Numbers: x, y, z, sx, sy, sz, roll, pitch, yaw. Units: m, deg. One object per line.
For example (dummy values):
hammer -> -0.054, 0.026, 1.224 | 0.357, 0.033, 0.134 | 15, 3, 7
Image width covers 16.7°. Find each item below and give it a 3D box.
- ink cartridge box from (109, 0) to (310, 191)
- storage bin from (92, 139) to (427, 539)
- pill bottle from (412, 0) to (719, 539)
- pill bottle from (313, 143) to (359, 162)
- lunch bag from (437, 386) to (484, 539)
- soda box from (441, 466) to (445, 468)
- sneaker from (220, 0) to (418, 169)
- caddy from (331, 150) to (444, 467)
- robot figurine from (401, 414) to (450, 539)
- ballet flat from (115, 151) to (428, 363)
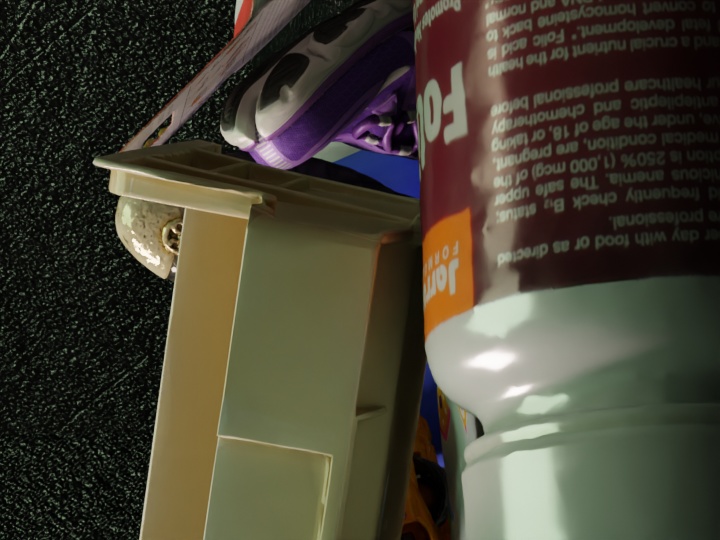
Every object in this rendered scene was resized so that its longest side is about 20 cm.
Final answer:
ink cartridge box -> -0.034, -0.119, 0.898 | 0.050, 0.200, 0.161 | 47, 174, -2
storage bin -> -0.035, 0.070, 0.735 | 0.199, 0.093, 0.202 | -37, -44, -83
pill bottle -> 0.071, -0.022, 0.632 | 0.114, 0.113, 0.202 | 111, 158, -74
pill bottle -> 0.003, -0.002, 1.336 | 0.109, 0.108, 0.202 | 145, 124, -83
lunch bag -> 0.073, 0.042, 0.804 | 0.201, 0.076, 0.161 | 96, 170, -48
soda box -> 0.018, 0.183, 0.998 | 0.063, 0.069, 0.202 | 58, -150, -79
sneaker -> 0.027, -0.068, 0.955 | 0.080, 0.199, 0.084 | -29, 85, 39
caddy -> 0.031, 0.019, 1.081 | 0.200, 0.104, 0.142 | 76, 175, -68
robot figurine -> 0.018, 0.144, 0.899 | 0.145, 0.058, 0.202 | 30, -133, -78
ballet flat -> 0.000, 0.000, 0.953 | 0.057, 0.199, 0.067 | -70, -5, -64
